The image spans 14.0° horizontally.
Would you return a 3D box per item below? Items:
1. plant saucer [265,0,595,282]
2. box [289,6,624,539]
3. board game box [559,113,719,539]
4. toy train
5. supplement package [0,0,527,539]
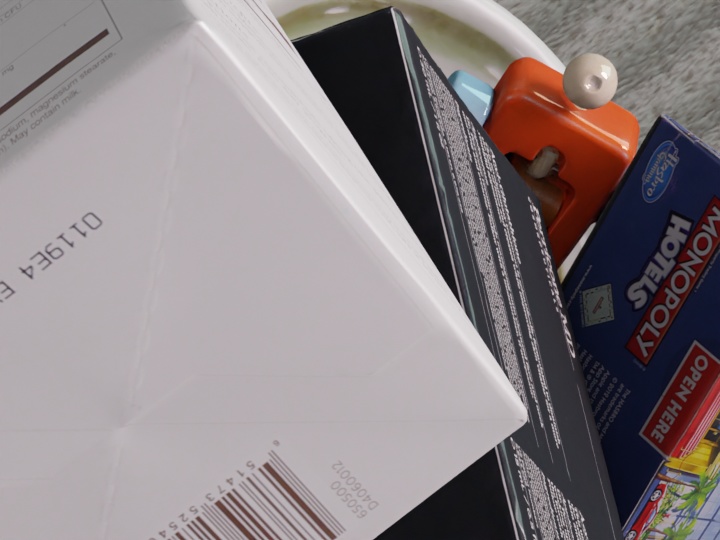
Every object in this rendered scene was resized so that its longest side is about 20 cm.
[{"bbox_3d":[0.000,0.000,0.964,0.201,0.200,0.050,53,-31,-12],"label":"plant saucer"},{"bbox_3d":[0.015,0.062,0.696,0.141,0.078,0.201,41,33,-64],"label":"box"},{"bbox_3d":[0.114,0.068,0.853,0.199,0.201,0.062,9,26,-47],"label":"board game box"},{"bbox_3d":[-0.019,-0.040,0.834,0.199,0.151,0.056,24,37,-5],"label":"toy train"},{"bbox_3d":[-0.069,-0.024,0.576,0.110,0.114,0.200,50,6,-36],"label":"supplement package"}]
